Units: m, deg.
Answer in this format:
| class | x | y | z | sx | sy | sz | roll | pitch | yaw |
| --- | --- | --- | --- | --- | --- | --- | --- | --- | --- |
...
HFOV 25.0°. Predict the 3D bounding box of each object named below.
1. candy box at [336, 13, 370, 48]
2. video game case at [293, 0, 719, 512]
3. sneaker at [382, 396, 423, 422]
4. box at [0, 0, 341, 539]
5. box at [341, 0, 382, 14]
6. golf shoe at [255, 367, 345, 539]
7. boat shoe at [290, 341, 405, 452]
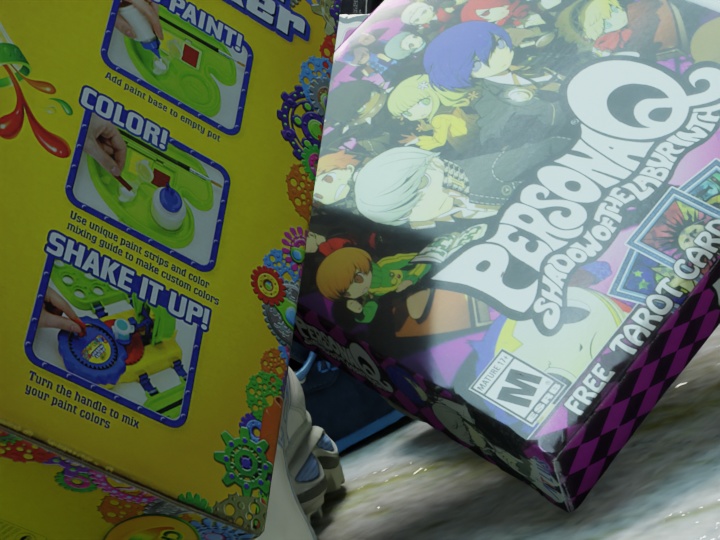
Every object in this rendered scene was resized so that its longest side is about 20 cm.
| class | x | y | z | sx | sy | sz | roll | pitch | yaw |
| --- | --- | --- | --- | --- | --- | --- | --- | --- | --- |
| candy box | 0.044 | -0.066 | 0.803 | 0.198 | 0.136 | 0.062 | 3 | 64 | 29 |
| video game case | 0.059 | -0.040 | 0.558 | 0.180 | 0.036 | 0.200 | 29 | 68 | 36 |
| sneaker | 0.087 | -0.029 | 0.654 | 0.198 | 0.115 | 0.076 | -27 | 47 | -27 |
| box | -0.119 | 0.006 | 0.501 | 0.199 | 0.121 | 0.194 | -35 | 38 | 44 |
| box | 0.083 | -0.167 | 0.954 | 0.197 | 0.125 | 0.198 | 1 | 10 | -9 |
| golf shoe | -0.057 | 0.063 | 0.544 | 0.077 | 0.098 | 0.200 | -20 | 9 | 4 |
| boat shoe | -0.031 | 0.046 | 0.693 | 0.199 | 0.069 | 0.084 | -26 | 8 | -29 |
